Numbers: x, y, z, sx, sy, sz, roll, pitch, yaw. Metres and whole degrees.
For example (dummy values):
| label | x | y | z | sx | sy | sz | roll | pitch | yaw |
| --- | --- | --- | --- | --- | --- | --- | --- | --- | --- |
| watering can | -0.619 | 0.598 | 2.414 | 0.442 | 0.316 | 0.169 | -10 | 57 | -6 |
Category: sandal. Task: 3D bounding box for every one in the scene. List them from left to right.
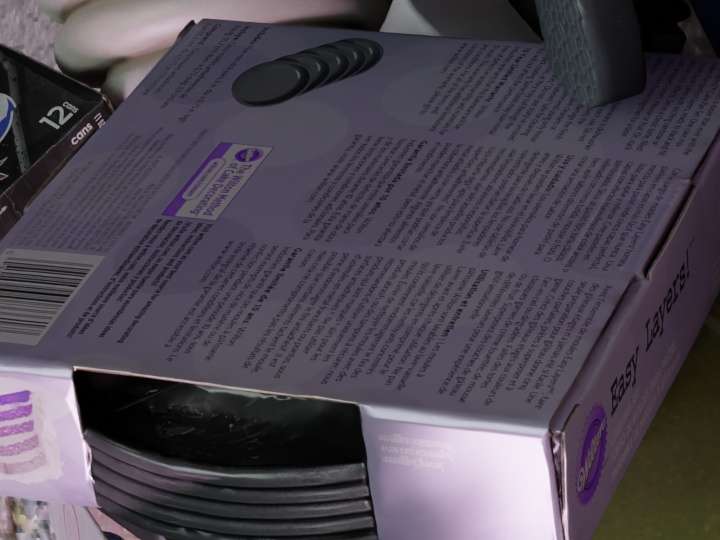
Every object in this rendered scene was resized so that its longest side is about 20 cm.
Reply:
| label | x | y | z | sx | sy | sz | roll | pitch | yaw |
| --- | --- | --- | --- | --- | --- | --- | --- | --- | --- |
| sandal | 0.062 | -0.126 | 0.862 | 0.201 | 0.043 | 0.076 | -98 | -4 | -49 |

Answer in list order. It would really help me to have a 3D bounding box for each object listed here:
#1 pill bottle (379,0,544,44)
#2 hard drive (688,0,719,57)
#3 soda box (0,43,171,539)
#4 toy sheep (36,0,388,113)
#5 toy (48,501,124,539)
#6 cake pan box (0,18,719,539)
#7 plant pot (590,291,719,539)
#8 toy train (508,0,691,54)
| label | x | y | z | sx | sy | sz | roll | pitch | yaw |
| --- | --- | --- | --- | --- | --- | --- | --- | --- | --- |
| pill bottle | 0.018 | 0.004 | 0.978 | 0.111 | 0.111 | 0.201 | 44 | 125 | 34 |
| hard drive | 0.080 | -0.156 | 0.869 | 0.132 | 0.025 | 0.201 | 67 | 180 | -62 |
| soda box | -0.093 | 0.017 | 1.052 | 0.063 | 0.071 | 0.200 | 30 | 157 | 42 |
| toy sheep | -0.053 | -0.111 | 1.027 | 0.138 | 0.138 | 0.201 | -18 | 85 | 47 |
| toy | -0.044 | 0.119 | 0.782 | 0.200 | 0.047 | 0.116 | -131 | 35 | -69 |
| cake pan box | 0.000 | 0.000 | 0.810 | 0.183 | 0.200 | 0.053 | 4 | 123 | 22 |
| plant pot | 0.061 | 0.101 | 0.838 | 0.200 | 0.189 | 0.201 | 169 | 90 | -73 |
| toy train | 0.042 | -0.114 | 0.950 | 0.200 | 0.046 | 0.034 | 54 | 134 | 50 |
